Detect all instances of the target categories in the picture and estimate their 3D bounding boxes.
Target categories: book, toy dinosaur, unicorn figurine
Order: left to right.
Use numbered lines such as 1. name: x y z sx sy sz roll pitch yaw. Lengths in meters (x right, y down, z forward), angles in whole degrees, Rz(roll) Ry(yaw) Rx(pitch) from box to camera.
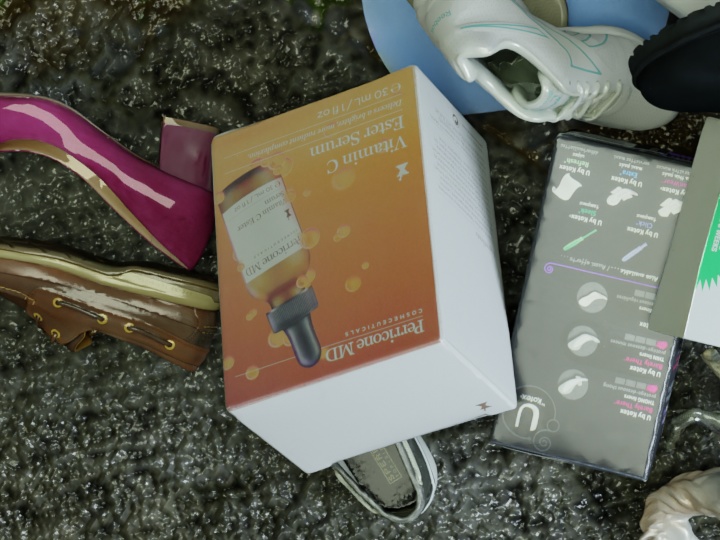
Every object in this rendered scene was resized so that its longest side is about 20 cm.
1. toy dinosaur: 0.244 0.089 1.677 0.088 0.200 0.048 -26 54 33
2. unicorn figurine: 0.253 0.150 1.676 0.137 0.200 0.074 10 60 1
3. book: 0.272 -0.009 1.639 0.199 0.048 0.134 13 93 -39

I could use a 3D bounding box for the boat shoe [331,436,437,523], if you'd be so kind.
1. boat shoe: -0.017 0.078 1.731 0.071 0.064 0.200 -38 89 8

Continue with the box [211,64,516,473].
1. box: 0.000 0.000 1.642 0.152 0.106 0.201 -19 56 21

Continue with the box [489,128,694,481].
1. box: 0.157 0.019 1.675 0.106 0.122 0.201 13 95 8

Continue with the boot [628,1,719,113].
1. boot: 0.249 -0.075 1.490 0.200 0.076 0.169 -21 74 38

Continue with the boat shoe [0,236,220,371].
1. boat shoe: -0.190 0.020 1.743 0.199 0.072 0.068 12 94 3

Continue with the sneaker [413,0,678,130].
1. sneaker: 0.121 -0.119 1.642 0.200 0.080 0.070 19 126 -31

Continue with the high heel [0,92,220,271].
1. high heel: -0.193 -0.061 1.736 0.199 0.067 0.097 8 85 3

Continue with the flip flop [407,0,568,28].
1. flip flop: 0.050 -0.200 1.646 0.081 0.058 0.200 -40 113 12

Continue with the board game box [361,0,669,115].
1. board game box: 0.101 -0.186 1.708 0.199 0.039 0.159 -7 107 5

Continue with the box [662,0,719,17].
1. box: 0.279 -0.190 1.625 0.200 0.106 0.152 35 97 -11
